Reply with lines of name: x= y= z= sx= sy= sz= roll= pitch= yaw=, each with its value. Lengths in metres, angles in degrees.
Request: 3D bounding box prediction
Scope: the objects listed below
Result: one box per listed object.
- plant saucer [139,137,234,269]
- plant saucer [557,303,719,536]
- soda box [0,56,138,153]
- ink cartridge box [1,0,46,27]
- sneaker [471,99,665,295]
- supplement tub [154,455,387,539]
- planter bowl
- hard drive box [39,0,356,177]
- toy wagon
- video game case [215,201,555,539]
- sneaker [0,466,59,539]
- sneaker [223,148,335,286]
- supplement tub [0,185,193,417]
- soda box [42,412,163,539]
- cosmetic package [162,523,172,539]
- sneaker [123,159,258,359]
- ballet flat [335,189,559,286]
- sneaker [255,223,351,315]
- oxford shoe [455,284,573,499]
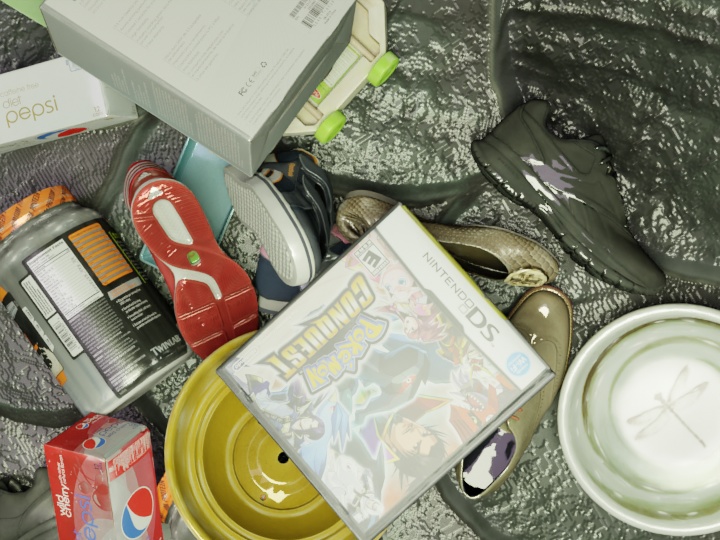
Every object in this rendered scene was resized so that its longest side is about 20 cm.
plant saucer: x=-0.141 y=-0.086 z=0.946 sx=0.070 sy=0.019 sz=0.201 roll=26 pitch=102 yaw=7
plant saucer: x=0.271 y=0.125 z=0.866 sx=0.199 sy=0.050 sz=0.201 roll=2 pitch=98 yaw=13
soda box: x=-0.318 y=-0.153 z=0.950 sx=0.199 sy=0.068 sz=0.064 roll=-11 pitch=94 yaw=14
ink cartridge box: x=-0.229 y=-0.270 z=0.895 sx=0.199 sy=0.048 sz=0.146 roll=32 pitch=73 yaw=4
sneaker: x=0.189 y=-0.062 z=0.845 sx=0.200 sy=0.076 sz=0.091 roll=44 pitch=94 yaw=0
supplement tub: x=-0.086 y=0.235 z=0.921 sx=0.199 sy=0.123 sz=0.123 roll=31 pitch=102 yaw=8
planter bowl: x=-0.062 y=0.154 z=0.842 sx=0.199 sy=0.083 sz=0.201 roll=3 pitch=73 yaw=-8
hard drive box: x=-0.127 y=-0.200 z=0.817 sx=0.200 sy=0.077 sz=0.156 roll=34 pitch=73 yaw=5
toy wagon: x=-0.070 y=-0.183 z=0.894 sx=0.155 sy=0.040 sz=0.200 roll=43 pitch=96 yaw=4
video game case: x=0.018 y=0.079 z=0.785 sx=0.200 sy=0.026 sz=0.181 roll=-42 pitch=84 yaw=3
sneaker: x=-0.367 y=0.264 z=1.020 sx=0.199 sy=0.076 sz=0.091 roll=-27 pitch=81 yaw=7
sneaker: x=-0.056 y=-0.055 z=0.846 sx=0.079 sy=0.200 sz=0.079 roll=-18 pitch=120 yaw=-14
supplement tub: x=-0.256 y=0.029 z=0.932 sx=0.122 sy=0.123 sz=0.200 roll=-36 pitch=88 yaw=14
soda box: x=-0.219 y=0.231 z=0.881 sx=0.070 sy=0.063 sz=0.201 roll=8 pitch=112 yaw=25
cosmetic package: x=-0.187 y=0.312 z=0.980 sx=0.200 sy=0.074 sz=0.102 roll=38 pitch=104 yaw=7
sneaker: x=-0.156 y=-0.017 z=0.921 sx=0.078 sy=0.116 sz=0.201 roll=-22 pitch=123 yaw=-10
ballet flat: x=0.074 y=-0.018 z=0.867 sx=0.199 sy=0.067 sz=0.047 roll=18 pitch=60 yaw=-3
sneaker: x=0.000 y=0.000 z=0.899 sx=0.199 sy=0.070 sz=0.082 roll=0 pitch=99 yaw=11
oxford shoe: x=0.137 y=0.111 z=0.881 sx=0.070 sy=0.075 sz=0.201 roll=19 pitch=101 yaw=9
